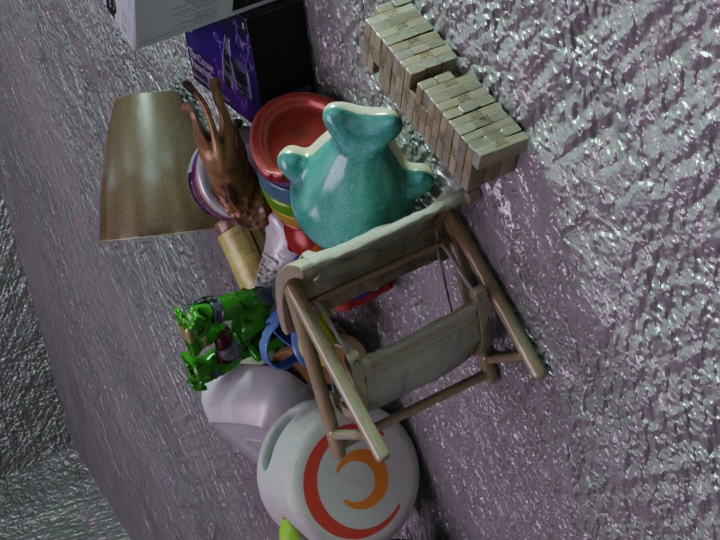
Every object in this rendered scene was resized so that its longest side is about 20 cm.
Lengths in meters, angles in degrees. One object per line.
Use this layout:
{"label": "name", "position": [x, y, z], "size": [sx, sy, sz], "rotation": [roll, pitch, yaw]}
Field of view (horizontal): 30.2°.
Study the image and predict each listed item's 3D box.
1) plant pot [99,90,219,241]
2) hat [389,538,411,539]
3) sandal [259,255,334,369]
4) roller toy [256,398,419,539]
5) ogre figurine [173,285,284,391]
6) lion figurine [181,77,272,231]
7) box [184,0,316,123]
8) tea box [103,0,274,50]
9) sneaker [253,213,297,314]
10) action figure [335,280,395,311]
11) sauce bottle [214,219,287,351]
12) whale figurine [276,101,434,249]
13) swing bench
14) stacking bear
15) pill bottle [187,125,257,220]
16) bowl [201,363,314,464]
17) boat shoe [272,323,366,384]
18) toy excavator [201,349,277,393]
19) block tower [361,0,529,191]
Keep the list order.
{"label": "plant pot", "position": [-0.294, -0.152, 1.922], "size": [0.187, 0.185, 0.203], "rotation": [-179, 82, -66]}
{"label": "hat", "position": [0.064, 0.380, 1.655], "size": [0.201, 0.198, 0.082], "rotation": [138, 148, -67]}
{"label": "sandal", "position": [-0.079, 0.050, 1.619], "size": [0.080, 0.086, 0.201], "rotation": [58, -161, -28]}
{"label": "roller toy", "position": [-0.029, 0.251, 1.659], "size": [0.139, 0.198, 0.185], "rotation": [-5, 97, 66]}
{"label": "ogre figurine", "position": [-0.165, 0.082, 1.683], "size": [0.098, 0.119, 0.202], "rotation": [49, 155, 42]}
{"label": "lion figurine", "position": [-0.152, -0.124, 1.492], "size": [0.200, 0.072, 0.124], "rotation": [45, -152, -68]}
{"label": "box", "position": [-0.133, -0.264, 1.540], "size": [0.200, 0.078, 0.143], "rotation": [39, 143, 49]}
{"label": "tea box", "position": [-0.191, -0.371, 1.400], "size": [0.198, 0.198, 0.134], "rotation": [56, 156, 24]}
{"label": "sneaker", "position": [-0.103, 0.012, 1.735], "size": [0.070, 0.080, 0.202], "rotation": [38, 143, 53]}
{"label": "action figure", "position": [0.000, 0.000, 1.521], "size": [0.200, 0.098, 0.066], "rotation": [-109, -5, -84]}
{"label": "sauce bottle", "position": [-0.135, 0.017, 1.829], "size": [0.202, 0.065, 0.066], "rotation": [67, 158, 6]}
{"label": "whale figurine", "position": [-0.006, -0.086, 1.312], "size": [0.200, 0.157, 0.105], "rotation": [103, 175, -64]}
{"label": "swing bench", "position": [0.040, 0.050, 1.277], "size": [0.202, 0.197, 0.130], "rotation": [68, 158, -2]}
{"label": "stacking bear", "position": [-0.057, -0.090, 1.498], "size": [0.201, 0.120, 0.114], "rotation": [82, 161, -51]}
{"label": "pill bottle", "position": [-0.159, -0.119, 1.674], "size": [0.200, 0.110, 0.113], "rotation": [-172, 61, -78]}
{"label": "bowl", "position": [-0.115, 0.210, 1.798], "size": [0.199, 0.075, 0.200], "rotation": [-1, 141, 49]}
{"label": "boat shoe", "position": [-0.044, 0.099, 1.693], "size": [0.074, 0.069, 0.199], "rotation": [54, 152, -12]}
{"label": "toy excavator", "position": [-0.169, 0.150, 1.922], "size": [0.101, 0.193, 0.200], "rotation": [63, -158, 7]}
{"label": "block tower", "position": [0.070, -0.158, 1.200], "size": [0.201, 0.054, 0.058], "rotation": [54, 156, 31]}
